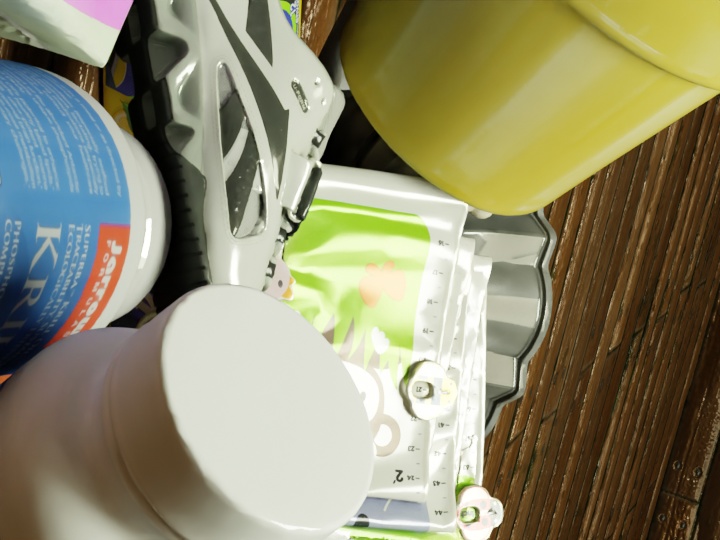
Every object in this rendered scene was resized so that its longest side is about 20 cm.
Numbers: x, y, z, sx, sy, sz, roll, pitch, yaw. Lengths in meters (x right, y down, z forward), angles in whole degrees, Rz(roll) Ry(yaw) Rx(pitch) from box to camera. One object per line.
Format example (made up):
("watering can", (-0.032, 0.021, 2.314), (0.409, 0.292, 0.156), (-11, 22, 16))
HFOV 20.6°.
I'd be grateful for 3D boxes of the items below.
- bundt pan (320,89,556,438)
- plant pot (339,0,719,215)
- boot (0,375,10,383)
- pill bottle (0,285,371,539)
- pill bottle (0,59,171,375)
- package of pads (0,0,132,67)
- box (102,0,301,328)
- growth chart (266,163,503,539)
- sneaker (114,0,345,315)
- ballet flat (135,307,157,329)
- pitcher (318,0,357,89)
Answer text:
("bundt pan", (0.000, 0.000, 1.003), (0.075, 0.201, 0.204), (5, 104, -44))
("plant pot", (0.095, -0.132, 0.888), (0.189, 0.201, 0.201), (-48, 176, 32))
("boot", (-0.123, 0.104, 0.830), (0.201, 0.074, 0.108), (82, -5, -52))
("pill bottle", (-0.091, 0.089, 0.643), (0.200, 0.112, 0.112), (-38, -176, 36))
("pill bottle", (-0.139, -0.018, 0.670), (0.200, 0.111, 0.113), (-4, 111, -71))
("package of pads", (-0.115, -0.175, 0.663), (0.200, 0.068, 0.156), (41, 68, -71))
("box", (-0.074, -0.044, 0.908), (0.064, 0.070, 0.201), (-46, 149, -45))
("growth chart", (0.007, 0.049, 0.898), (0.144, 0.018, 0.202), (-3, 92, -28))
("sneaker", (-0.042, -0.040, 0.784), (0.074, 0.088, 0.202), (179, -96, -65))
("ballet flat", (-0.075, 0.109, 0.805), (0.062, 0.067, 0.202), (45, 35, -58))
("pitcher", (0.031, -0.179, 1.040), (0.172, 0.121, 0.200), (-54, 169, -16))
